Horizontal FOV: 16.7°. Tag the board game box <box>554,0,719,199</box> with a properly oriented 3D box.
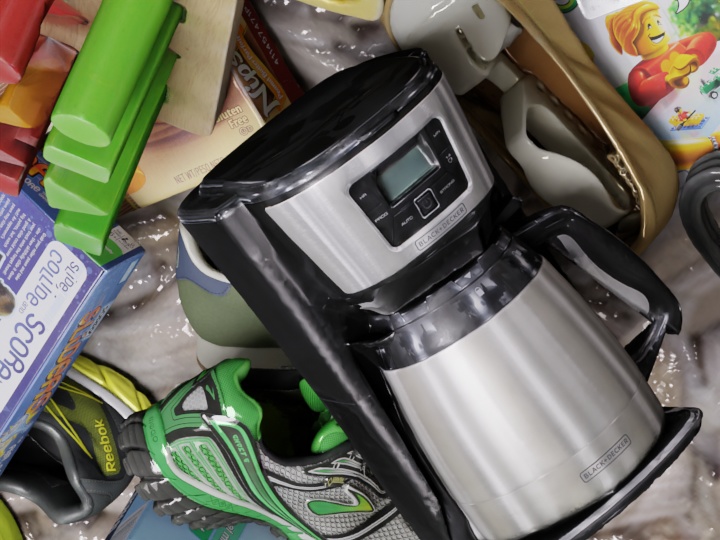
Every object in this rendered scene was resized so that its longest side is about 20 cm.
[{"bbox_3d":[0.168,-0.116,1.075,0.200,0.035,0.126,-27,107,28],"label":"board game box"}]

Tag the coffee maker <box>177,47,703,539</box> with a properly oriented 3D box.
[{"bbox_3d":[0.018,0.022,1.043,0.192,0.135,0.200,-23,106,47],"label":"coffee maker"}]

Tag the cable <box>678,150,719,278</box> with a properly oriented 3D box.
[{"bbox_3d":[0.206,0.024,1.133,0.200,0.050,0.097,48,135,-13],"label":"cable"}]

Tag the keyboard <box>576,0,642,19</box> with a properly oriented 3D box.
[{"bbox_3d":[0.173,-0.163,1.022,0.200,0.011,0.056,-19,110,25],"label":"keyboard"}]

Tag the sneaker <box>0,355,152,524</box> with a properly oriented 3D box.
[{"bbox_3d":[-0.199,0.059,1.254,0.200,0.085,0.075,26,121,2],"label":"sneaker"}]

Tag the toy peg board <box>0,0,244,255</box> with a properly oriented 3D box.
[{"bbox_3d":[-0.159,-0.099,1.013,0.199,0.098,0.200,21,160,-1],"label":"toy peg board"}]

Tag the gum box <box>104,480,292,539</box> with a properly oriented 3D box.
[{"bbox_3d":[-0.027,0.163,1.208,0.200,0.170,0.045,44,120,-9],"label":"gum box"}]

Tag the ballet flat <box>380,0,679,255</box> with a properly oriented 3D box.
[{"bbox_3d":[0.066,-0.083,1.059,0.200,0.063,0.069,43,124,-14],"label":"ballet flat"}]

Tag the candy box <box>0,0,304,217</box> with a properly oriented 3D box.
[{"bbox_3d":[-0.139,-0.082,1.175,0.200,0.055,0.116,-20,109,27],"label":"candy box"}]

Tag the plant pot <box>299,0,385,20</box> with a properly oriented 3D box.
[{"bbox_3d":[-0.047,-0.252,0.956,0.195,0.200,0.194,19,157,7],"label":"plant pot"}]

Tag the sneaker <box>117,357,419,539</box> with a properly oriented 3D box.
[{"bbox_3d":[-0.014,0.093,1.173,0.200,0.078,0.085,16,139,-43],"label":"sneaker"}]

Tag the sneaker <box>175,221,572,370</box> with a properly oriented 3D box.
[{"bbox_3d":[0.000,0.000,1.170,0.200,0.067,0.090,-4,122,23],"label":"sneaker"}]

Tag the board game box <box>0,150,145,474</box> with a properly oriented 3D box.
[{"bbox_3d":[-0.202,0.019,1.178,0.135,0.034,0.200,43,124,10],"label":"board game box"}]

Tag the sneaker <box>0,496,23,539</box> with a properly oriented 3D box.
[{"bbox_3d":[-0.197,0.209,1.338,0.074,0.081,0.200,-27,107,28],"label":"sneaker"}]
